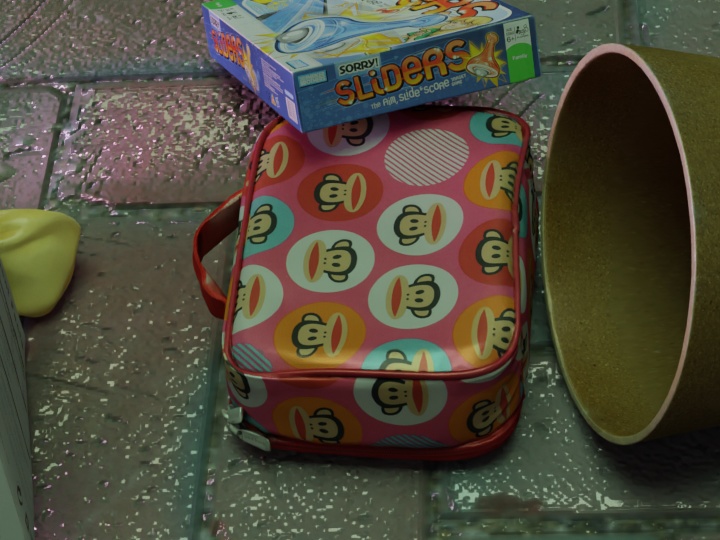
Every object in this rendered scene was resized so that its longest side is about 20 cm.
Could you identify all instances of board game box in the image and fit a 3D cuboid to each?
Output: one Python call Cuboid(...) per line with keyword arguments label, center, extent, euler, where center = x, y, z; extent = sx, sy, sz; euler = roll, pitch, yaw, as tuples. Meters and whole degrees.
Cuboid(label="board game box", center=(0.000, -0.129, 1.107), extent=(0.135, 0.035, 0.200), euler=(-15, 21, -14))

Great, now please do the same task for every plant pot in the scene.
Cuboid(label="plant pot", center=(0.210, -0.014, 0.959), extent=(0.199, 0.187, 0.187), euler=(-1, 45, -16))

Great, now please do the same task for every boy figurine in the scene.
Cuboid(label="boy figurine", center=(-0.240, -0.047, 1.065), extent=(0.200, 0.124, 0.065), euler=(31, 74, 7))

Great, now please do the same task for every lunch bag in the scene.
Cuboid(label="lunch bag", center=(0.000, 0.000, 1.015), extent=(0.175, 0.082, 0.201), euler=(2, 47, 9))

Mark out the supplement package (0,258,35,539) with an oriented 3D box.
Cuboid(label="supplement package", center=(-0.224, 0.051, 0.941), extent=(0.116, 0.118, 0.200), euler=(-13, 32, -5))
